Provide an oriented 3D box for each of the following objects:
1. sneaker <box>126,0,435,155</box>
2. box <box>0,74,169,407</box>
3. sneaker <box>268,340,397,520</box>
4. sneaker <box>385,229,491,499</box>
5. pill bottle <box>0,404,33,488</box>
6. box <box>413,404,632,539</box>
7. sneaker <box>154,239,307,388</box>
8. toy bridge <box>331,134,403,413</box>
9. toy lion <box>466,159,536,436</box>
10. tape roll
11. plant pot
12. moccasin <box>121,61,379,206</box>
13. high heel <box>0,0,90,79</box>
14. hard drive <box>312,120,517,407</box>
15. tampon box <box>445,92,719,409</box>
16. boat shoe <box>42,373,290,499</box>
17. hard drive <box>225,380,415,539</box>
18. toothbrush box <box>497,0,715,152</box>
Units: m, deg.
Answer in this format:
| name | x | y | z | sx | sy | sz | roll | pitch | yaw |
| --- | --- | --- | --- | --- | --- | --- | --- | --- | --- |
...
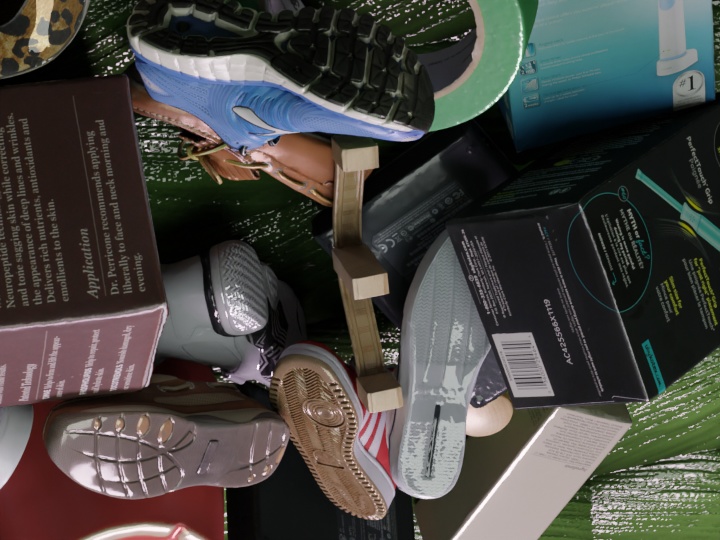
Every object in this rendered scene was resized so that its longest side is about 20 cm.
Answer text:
| name | x | y | z | sx | sy | sz | roll | pitch | yaw |
| --- | --- | --- | --- | --- | --- | --- | --- | --- | --- |
| sneaker | -0.049 | -0.119 | 1.494 | 0.199 | 0.079 | 0.089 | 16 | 145 | 8 |
| box | -0.238 | -0.012 | 1.516 | 0.199 | 0.167 | 0.164 | -6 | 161 | -13 |
| sneaker | -0.003 | 0.085 | 1.730 | 0.071 | 0.113 | 0.200 | 12 | 147 | 24 |
| sneaker | 0.051 | 0.059 | 1.674 | 0.073 | 0.071 | 0.201 | 12 | 99 | -18 |
| pill bottle | -0.332 | 0.084 | 1.629 | 0.200 | 0.112 | 0.112 | 29 | 120 | -26 |
| box | 0.130 | 0.160 | 1.917 | 0.082 | 0.069 | 0.200 | 16 | 126 | -31 |
| sneaker | -0.110 | 0.042 | 1.718 | 0.114 | 0.075 | 0.200 | -10 | 154 | 13 |
| toy bridge | 0.000 | 0.000 | 1.623 | 0.027 | 0.067 | 0.201 | -11 | 113 | -12 |
| toy lion | 0.113 | 0.011 | 1.777 | 0.200 | 0.069 | 0.192 | -32 | 128 | 14 |
| tape roll | 0.012 | -0.175 | 1.498 | 0.200 | 0.048 | 0.201 | 11 | 138 | 10 |
| plant pot | -0.185 | 0.167 | 1.736 | 0.200 | 0.178 | 0.201 | -10 | 135 | -10 |
| moccasin | -0.082 | -0.091 | 1.600 | 0.201 | 0.074 | 0.078 | 16 | 117 | -43 |
| high heel | -0.212 | -0.203 | 1.456 | 0.199 | 0.072 | 0.143 | -27 | 122 | 14 |
| hard drive | 0.080 | -0.003 | 1.706 | 0.139 | 0.033 | 0.200 | -34 | 119 | 16 |
| tampon box | 0.185 | -0.015 | 1.624 | 0.200 | 0.126 | 0.150 | -32 | 107 | -40 |
| boat shoe | -0.142 | 0.111 | 1.640 | 0.200 | 0.072 | 0.076 | 9 | 117 | -44 |
| hard drive | -0.029 | 0.180 | 1.816 | 0.033 | 0.140 | 0.200 | -23 | 146 | 31 |
| toothbrush box | 0.153 | -0.193 | 1.565 | 0.146 | 0.085 | 0.200 | -15 | 137 | -3 |
